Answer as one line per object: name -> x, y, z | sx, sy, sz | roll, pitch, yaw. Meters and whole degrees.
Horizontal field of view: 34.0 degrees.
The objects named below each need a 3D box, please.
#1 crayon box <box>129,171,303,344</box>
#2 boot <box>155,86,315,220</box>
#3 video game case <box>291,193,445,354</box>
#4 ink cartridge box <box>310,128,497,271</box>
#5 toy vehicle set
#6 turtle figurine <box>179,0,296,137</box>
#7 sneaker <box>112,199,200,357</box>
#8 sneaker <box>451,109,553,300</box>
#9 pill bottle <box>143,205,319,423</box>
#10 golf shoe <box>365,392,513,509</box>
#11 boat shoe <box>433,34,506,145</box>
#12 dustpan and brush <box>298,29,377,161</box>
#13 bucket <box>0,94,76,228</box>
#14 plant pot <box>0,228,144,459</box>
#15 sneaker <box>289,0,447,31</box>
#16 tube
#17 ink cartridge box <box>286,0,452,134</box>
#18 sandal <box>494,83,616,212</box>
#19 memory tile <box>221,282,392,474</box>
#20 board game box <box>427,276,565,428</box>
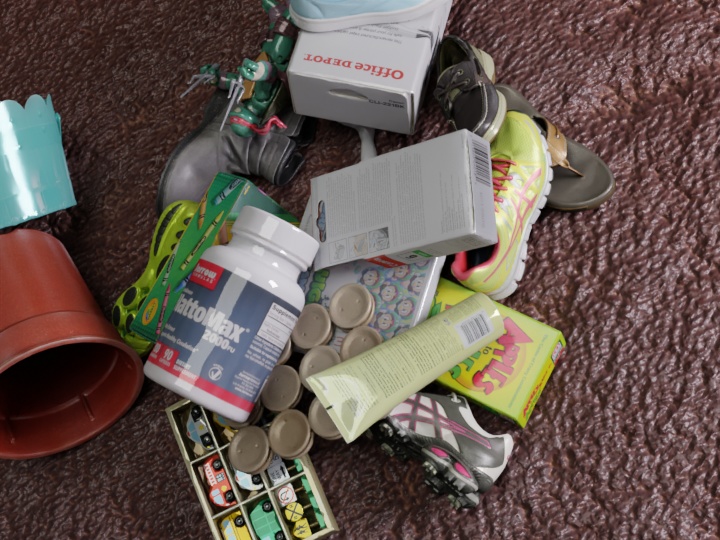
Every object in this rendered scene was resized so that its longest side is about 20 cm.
crayon box -> -0.152, 0.009, 1.298 | 0.058, 0.119, 0.201 | 19, 77, 44
boot -> -0.145, -0.123, 1.376 | 0.131, 0.070, 0.201 | 24, 80, 21
video game case -> 0.000, 0.000, 1.264 | 0.181, 0.024, 0.201 | 9, 72, 31
ink cartridge box -> 0.041, -0.064, 1.213 | 0.199, 0.050, 0.110 | -14, 71, 34
toy vehicle set -> -0.117, 0.212, 1.262 | 0.124, 0.027, 0.201 | -28, 71, 6
turtle figurine -> -0.122, -0.227, 1.347 | 0.149, 0.100, 0.201 | 1, 62, 52
sneaker -> -0.215, 0.017, 1.347 | 0.074, 0.083, 0.201 | 36, 103, 28
sneaker -> 0.141, -0.071, 1.227 | 0.078, 0.090, 0.202 | 9, 90, 39
pill bottle -> -0.126, 0.042, 1.207 | 0.119, 0.120, 0.201 | 23, 82, 23
golf shoe -> 0.064, 0.158, 1.220 | 0.200, 0.077, 0.088 | 38, 66, 22
boat shoe -> 0.110, -0.191, 1.273 | 0.073, 0.065, 0.200 | -47, 23, 24
dustpan and brush -> 0.003, -0.196, 1.371 | 0.138, 0.057, 0.201 | -7, 63, 2
bucket -> -0.440, -0.112, 1.385 | 0.206, 0.207, 0.136 | -16, 97, 11
plant pot -> -0.370, 0.071, 1.320 | 0.200, 0.201, 0.196 | -34, 57, 3
sneaker -> 0.019, -0.312, 1.253 | 0.199, 0.082, 0.074 | -18, 63, -5
tube -> 0.048, 0.088, 1.160 | 0.199, 0.052, 0.058 | -30, 27, -19
ink cartridge box -> 0.014, -0.264, 1.322 | 0.143, 0.084, 0.201 | 12, 63, 10
sandal -> 0.193, -0.140, 1.283 | 0.082, 0.055, 0.200 | -38, 65, 2
memory tile -> -0.060, 0.114, 1.224 | 0.199, 0.017, 0.154 | -25, 61, 17
board game box -> 0.103, 0.074, 1.240 | 0.199, 0.048, 0.102 | 25, 80, 24
